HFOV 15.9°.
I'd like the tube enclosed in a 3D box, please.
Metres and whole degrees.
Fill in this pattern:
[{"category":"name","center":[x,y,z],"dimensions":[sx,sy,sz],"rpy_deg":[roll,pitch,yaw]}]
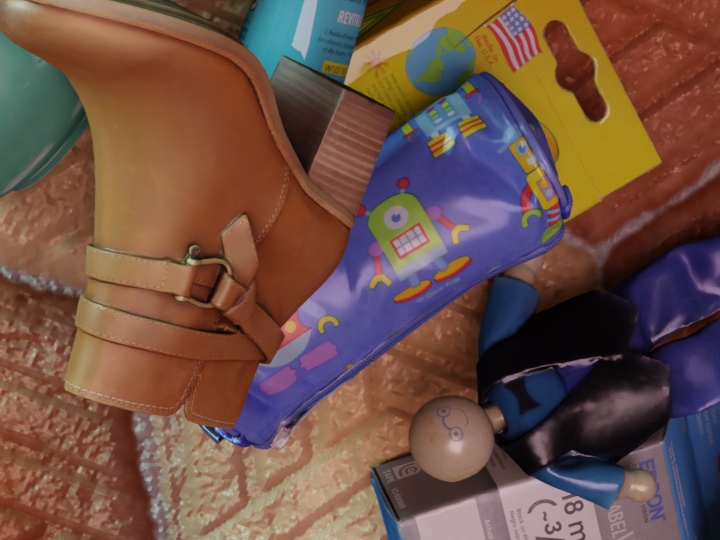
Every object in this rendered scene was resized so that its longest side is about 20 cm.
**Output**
[{"category":"tube","center":[-0.008,-0.154,1.090],"dimensions":[0.050,0.077,0.200],"rpy_deg":[19,97,9]}]

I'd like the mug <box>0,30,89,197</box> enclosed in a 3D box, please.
[{"category":"mug","center":[-0.156,-0.102,1.046],"dimensions":[0.114,0.185,0.152],"rpy_deg":[35,62,-24]}]

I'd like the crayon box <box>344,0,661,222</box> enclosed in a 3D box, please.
[{"category":"crayon box","center":[0.021,-0.054,1.173],"dimensions":[0.200,0.051,0.127],"rpy_deg":[-29,112,-1]}]

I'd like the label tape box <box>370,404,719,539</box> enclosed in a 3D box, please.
[{"category":"label tape box","center":[0.120,0.141,1.257],"dimensions":[0.200,0.063,0.144],"rpy_deg":[-17,112,-6]}]

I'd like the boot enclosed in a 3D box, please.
[{"category":"boot","center":[-0.085,-0.024,1.003],"dimensions":[0.200,0.074,0.155],"rpy_deg":[23,96,-38]}]

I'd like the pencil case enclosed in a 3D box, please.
[{"category":"pencil case","center":[0.000,0.000,1.116],"dimensions":[0.200,0.078,0.087],"rpy_deg":[-36,83,2]}]

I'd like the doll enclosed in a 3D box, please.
[{"category":"doll","center":[0.111,0.041,1.201],"dimensions":[0.200,0.048,0.136],"rpy_deg":[-27,74,-12]}]
